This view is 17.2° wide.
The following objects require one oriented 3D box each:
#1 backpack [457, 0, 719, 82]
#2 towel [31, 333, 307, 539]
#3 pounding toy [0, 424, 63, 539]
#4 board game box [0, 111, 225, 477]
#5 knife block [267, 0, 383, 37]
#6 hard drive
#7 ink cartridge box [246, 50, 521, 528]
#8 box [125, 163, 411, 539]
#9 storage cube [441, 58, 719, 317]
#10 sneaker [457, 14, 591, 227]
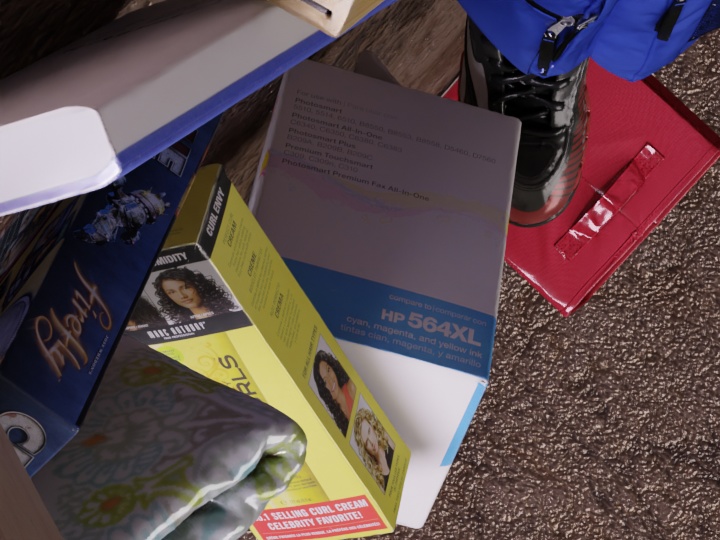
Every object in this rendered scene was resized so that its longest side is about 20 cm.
[{"bbox_3d":[0.122,-0.181,1.025,0.168,0.163,0.200,-41,173,-23],"label":"backpack"},{"bbox_3d":[-0.141,0.097,0.901,0.200,0.171,0.048,-38,127,-24],"label":"towel"},{"bbox_3d":[-0.159,0.137,0.728,0.142,0.200,0.184,0,139,-48],"label":"pounding toy"},{"bbox_3d":[-0.121,0.020,0.860,0.135,0.035,0.200,-43,-163,35],"label":"board game box"},{"bbox_3d":[0.018,-0.147,0.812,0.200,0.064,0.176,-59,171,-14],"label":"knife block"},{"bbox_3d":[-0.078,-0.059,0.764,0.132,0.025,0.200,-13,-165,32],"label":"hard drive"},{"bbox_3d":[0.000,0.000,1.180,0.129,0.125,0.200,110,-7,-48],"label":"ink cartridge box"},{"bbox_3d":[-0.052,0.042,1.048,0.075,0.200,0.050,-9,-136,24],"label":"box"},{"bbox_3d":[0.154,-0.090,1.796,0.171,0.180,0.200,-48,175,10],"label":"storage cube"},{"bbox_3d":[0.084,-0.114,1.206,0.098,0.071,0.201,-74,166,-74],"label":"sneaker"}]
